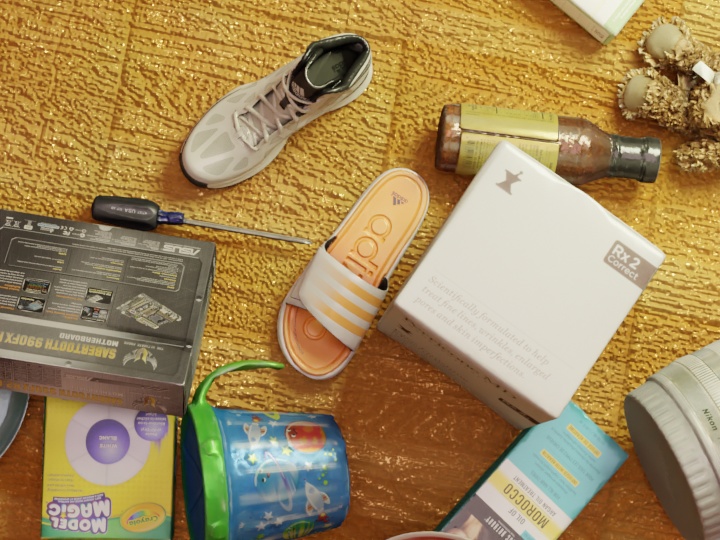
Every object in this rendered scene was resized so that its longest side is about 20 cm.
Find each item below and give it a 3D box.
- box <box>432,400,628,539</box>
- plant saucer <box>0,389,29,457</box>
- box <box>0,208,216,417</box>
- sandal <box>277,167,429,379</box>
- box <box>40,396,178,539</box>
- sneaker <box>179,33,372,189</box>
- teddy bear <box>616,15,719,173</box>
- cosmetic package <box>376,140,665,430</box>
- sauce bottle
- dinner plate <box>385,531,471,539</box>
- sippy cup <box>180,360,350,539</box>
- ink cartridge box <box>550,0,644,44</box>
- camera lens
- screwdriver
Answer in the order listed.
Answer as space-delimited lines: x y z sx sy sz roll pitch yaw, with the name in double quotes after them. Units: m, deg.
0.136 0.208 1.519 0.082 0.049 0.200 42 82 3 "box"
-0.385 0.097 1.517 0.198 0.027 0.202 0 83 -3 "plant saucer"
-0.232 0.034 1.483 0.198 0.049 0.159 8 51 -1 "box"
-0.007 -0.005 1.533 0.079 0.059 0.208 29 82 1 "sandal"
-0.217 0.159 1.508 0.116 0.048 0.202 1 84 -3 "box"
-0.075 -0.150 1.520 0.200 0.115 0.076 -35 86 -6 "sneaker"
0.331 -0.150 1.575 0.198 0.067 0.146 9 78 5 "teddy bear"
0.128 0.019 1.467 0.164 0.200 0.166 34 82 2 "cosmetic package"
0.167 -0.107 1.554 0.198 0.066 0.067 9 82 -2 "sauce bottle"
0.072 0.312 1.480 0.198 0.024 0.202 5 108 17 "dinner plate"
-0.080 0.176 1.478 0.129 0.140 0.179 -4 124 -14 "sippy cup"
0.195 -0.325 1.592 0.200 0.048 0.146 39 83 0 "ink cartridge box"
0.345 0.129 1.477 0.199 0.160 0.161 -24 85 -5 "camera lens"
-0.140 -0.044 1.549 0.198 0.028 0.029 5 54 -4 "screwdriver"
